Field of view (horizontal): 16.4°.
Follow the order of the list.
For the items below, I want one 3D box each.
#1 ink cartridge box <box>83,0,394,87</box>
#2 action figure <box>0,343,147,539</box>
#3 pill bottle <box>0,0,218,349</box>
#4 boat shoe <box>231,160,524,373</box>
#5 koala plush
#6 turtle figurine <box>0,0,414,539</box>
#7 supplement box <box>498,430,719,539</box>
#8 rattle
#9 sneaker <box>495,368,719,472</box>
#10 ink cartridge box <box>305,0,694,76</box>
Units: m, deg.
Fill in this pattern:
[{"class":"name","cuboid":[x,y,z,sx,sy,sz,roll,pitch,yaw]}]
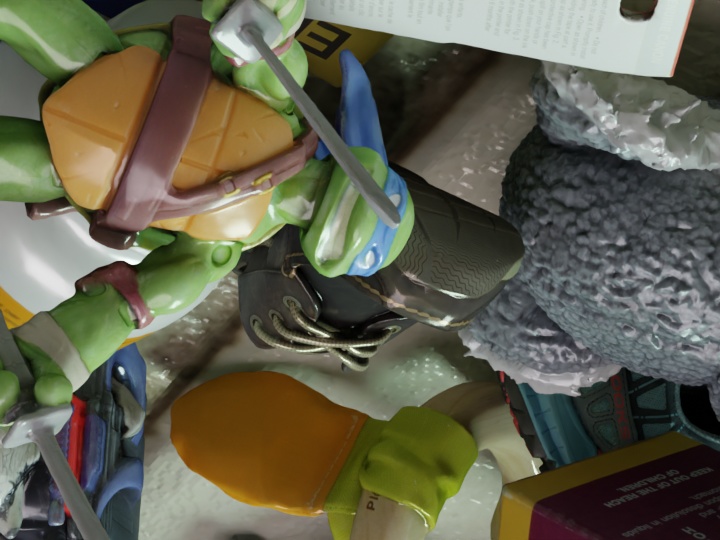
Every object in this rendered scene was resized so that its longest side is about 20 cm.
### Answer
[{"class":"ink cartridge box","cuboid":[-0.063,-0.134,0.792,0.198,0.047,0.200,25,137,-22]},{"class":"action figure","cuboid":[-0.136,0.122,1.008,0.104,0.200,0.194,-2,147,7]},{"class":"pill bottle","cuboid":[-0.111,-0.021,0.867,0.111,0.111,0.200,31,146,-27]},{"class":"boat shoe","cuboid":[0.000,0.000,0.843,0.074,0.073,0.200,23,-175,-13]},{"class":"koala plush","cuboid":[0.135,-0.001,0.842,0.200,0.184,0.177,21,141,2]},{"class":"turtle figurine","cuboid":[-0.080,-0.032,0.677,0.194,0.200,0.144,23,137,-1]},{"class":"supplement box","cuboid":[0.145,0.158,0.879,0.200,0.103,0.131,24,116,42]},{"class":"rattle","cuboid":[0.033,0.113,1.074,0.143,0.130,0.200,-8,168,35]},{"class":"sneaker","cuboid":[0.138,0.089,1.002,0.095,0.079,0.200,-32,125,9]},{"class":"ink cartridge box","cuboid":[0.001,-0.118,0.708,0.200,0.050,0.109,10,152,2]}]
